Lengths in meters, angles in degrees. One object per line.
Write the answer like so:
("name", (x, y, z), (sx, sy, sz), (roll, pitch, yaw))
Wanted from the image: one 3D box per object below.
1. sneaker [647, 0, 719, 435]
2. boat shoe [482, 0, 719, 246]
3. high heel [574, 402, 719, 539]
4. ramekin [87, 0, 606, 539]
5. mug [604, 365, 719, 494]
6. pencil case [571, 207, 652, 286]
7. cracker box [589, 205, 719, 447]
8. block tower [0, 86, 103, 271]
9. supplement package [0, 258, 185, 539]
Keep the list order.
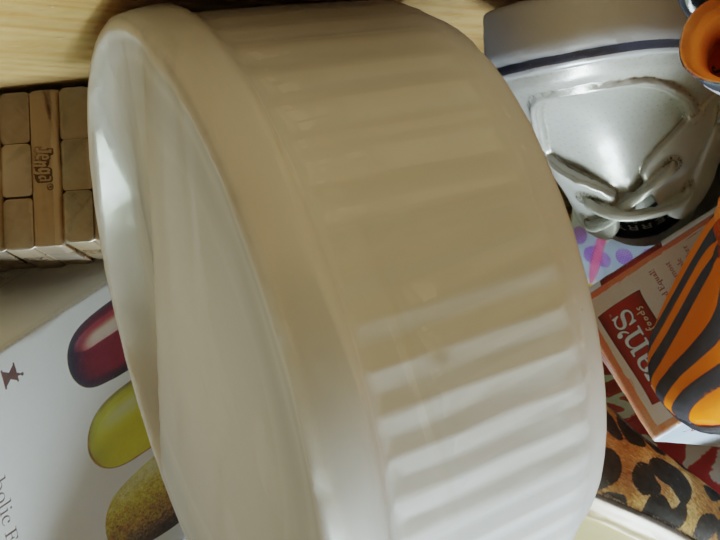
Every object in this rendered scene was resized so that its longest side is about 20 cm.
("sneaker", (0.117, -0.035, 0.737), (0.112, 0.078, 0.200), (9, 129, -36))
("boat shoe", (0.089, -0.044, 0.839), (0.071, 0.070, 0.200), (-6, 174, 16))
("high heel", (0.076, 0.026, 0.917), (0.200, 0.143, 0.071), (25, 151, -14))
("ramekin", (-0.005, 0.013, 0.770), (0.094, 0.203, 0.202), (-16, 177, -17))
("mug", (0.199, 0.079, 1.007), (0.200, 0.134, 0.177), (-4, 170, 37))
("pencil case", (0.179, -0.027, 1.004), (0.199, 0.083, 0.091), (-8, -169, 27))
("cracker box", (0.178, -0.016, 0.870), (0.200, 0.058, 0.134), (-34, 166, 12))
("block tower", (-0.144, -0.027, 0.896), (0.199, 0.058, 0.054), (-3, 174, 6))
("supplement package", (-0.128, 0.052, 0.947), (0.109, 0.114, 0.200), (7, -151, 36))
